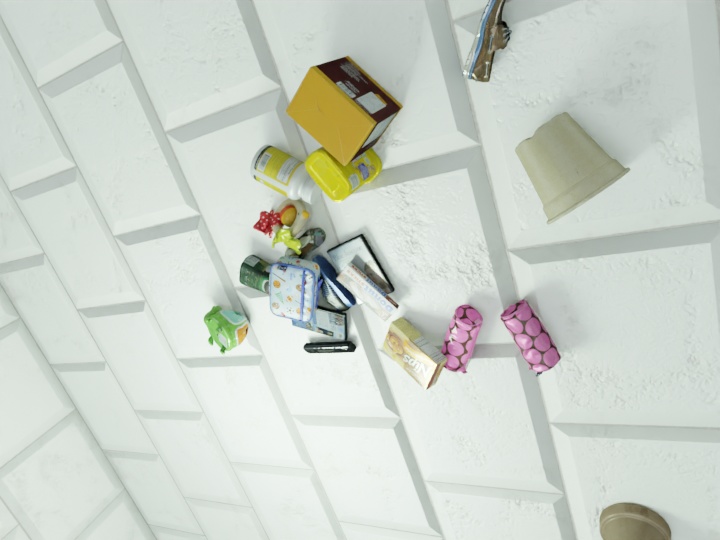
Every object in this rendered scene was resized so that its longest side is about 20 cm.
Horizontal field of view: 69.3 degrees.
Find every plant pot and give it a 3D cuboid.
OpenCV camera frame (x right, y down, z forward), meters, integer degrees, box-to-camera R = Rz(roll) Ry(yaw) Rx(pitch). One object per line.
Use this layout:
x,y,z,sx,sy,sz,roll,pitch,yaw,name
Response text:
0.808,0.824,1.534,0.199,0.175,0.202,12,120,21,plant pot
0.446,-0.234,1.143,0.200,0.200,0.184,-37,85,37,plant pot

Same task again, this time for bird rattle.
-0.225,-0.144,1.582,0.112,0.200,0.163,31,103,-40,bird rattle

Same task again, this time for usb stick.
-0.106,0.264,1.786,0.198,0.033,0.055,-7,147,31,usb stick

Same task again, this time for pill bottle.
-0.207,-0.271,1.498,0.199,0.111,0.112,29,126,11,pill bottle

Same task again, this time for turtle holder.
-0.490,0.209,1.897,0.185,0.131,0.142,5,117,48,turtle holder

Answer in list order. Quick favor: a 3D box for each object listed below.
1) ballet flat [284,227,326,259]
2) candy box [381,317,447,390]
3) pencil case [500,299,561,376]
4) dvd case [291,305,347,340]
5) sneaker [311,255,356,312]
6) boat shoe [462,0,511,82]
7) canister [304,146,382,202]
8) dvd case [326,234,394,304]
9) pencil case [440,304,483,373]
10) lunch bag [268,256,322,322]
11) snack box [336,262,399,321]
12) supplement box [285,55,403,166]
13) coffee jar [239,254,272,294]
-0.192,-0.072,1.626,0.200,0.072,0.072,-34,98,37,ballet flat
0.161,0.251,1.586,0.200,0.055,0.116,41,133,30,candy box
0.455,0.180,1.410,0.093,0.091,0.201,-23,102,46,pencil case
-0.138,0.161,1.717,0.198,0.018,0.143,14,140,12,dvd case
-0.100,0.048,1.645,0.078,0.070,0.201,-31,100,30,sneaker
0.290,-0.511,1.137,0.072,0.072,0.201,24,135,8,boat shoe
-0.042,-0.273,1.354,0.149,0.200,0.086,49,126,-5,canister
0.000,0.000,1.588,0.142,0.018,0.201,-22,104,36,dvd case
0.296,0.202,1.513,0.094,0.090,0.201,46,140,44,pencil case
-0.199,0.056,1.608,0.159,0.076,0.202,13,118,12,lunch bag
0.022,0.065,1.576,0.200,0.024,0.072,41,128,0,snack box
-0.036,-0.397,1.282,0.197,0.200,0.133,42,128,0,supplement box
-0.299,0.031,1.729,0.199,0.085,0.105,24,125,13,coffee jar
